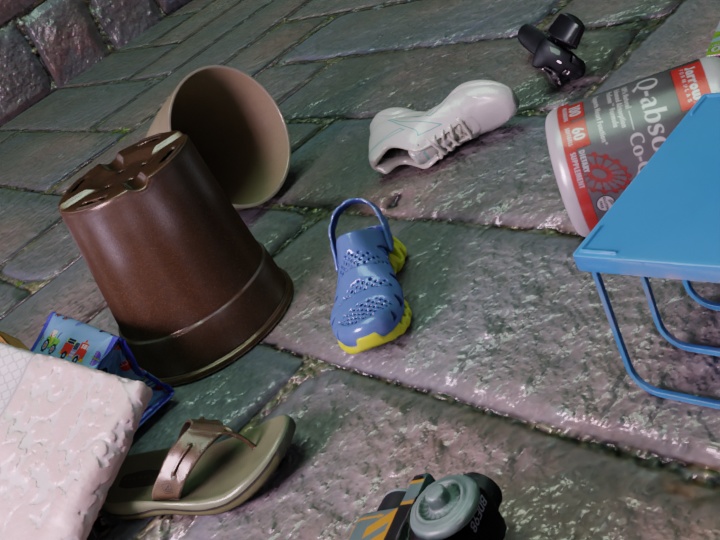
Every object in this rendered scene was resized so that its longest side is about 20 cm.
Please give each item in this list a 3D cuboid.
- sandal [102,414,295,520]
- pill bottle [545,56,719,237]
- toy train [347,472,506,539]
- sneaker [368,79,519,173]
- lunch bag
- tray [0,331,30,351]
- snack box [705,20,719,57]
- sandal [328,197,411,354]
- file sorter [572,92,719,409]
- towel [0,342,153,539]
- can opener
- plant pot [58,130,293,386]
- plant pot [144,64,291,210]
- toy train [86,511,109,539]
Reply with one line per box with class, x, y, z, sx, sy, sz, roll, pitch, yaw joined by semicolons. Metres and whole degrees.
sandal;-0.143;0.157;0.766;0.197;0.058;0.080;-17;29;21
pill bottle;0.265;-0.110;0.787;0.196;0.117;0.117;-17;28;20
toy train;0.018;0.198;0.526;0.113;0.086;0.201;-19;26;37
sneaker;0.096;-0.161;1.105;0.197;0.071;0.081;-15;44;30
lunch bag;-0.302;0.154;0.902;0.149;0.095;0.201;10;56;48
tray;-0.380;0.163;0.902;0.098;0.037;0.203;18;78;54
snack box;0.443;-0.256;0.948;0.140;0.054;0.201;-7;34;37
sandal;0.000;0.000;0.878;0.078;0.088;0.201;-20;29;9
file sorter;0.263;-0.018;0.622;0.137;0.124;0.200;6;43;47
towel;-0.287;0.167;0.782;0.188;0.032;0.203;12;69;28
can opener;0.241;-0.278;1.174;0.079;0.063;0.200;-51;13;12
plant pot;-0.200;-0.021;0.976;0.197;0.201;0.201;-22;26;11
plant pot;-0.224;-0.155;1.282;0.198;0.189;0.188;-17;25;50
toy train;-0.297;0.241;0.795;0.197;0.035;0.046;-22;17;11
